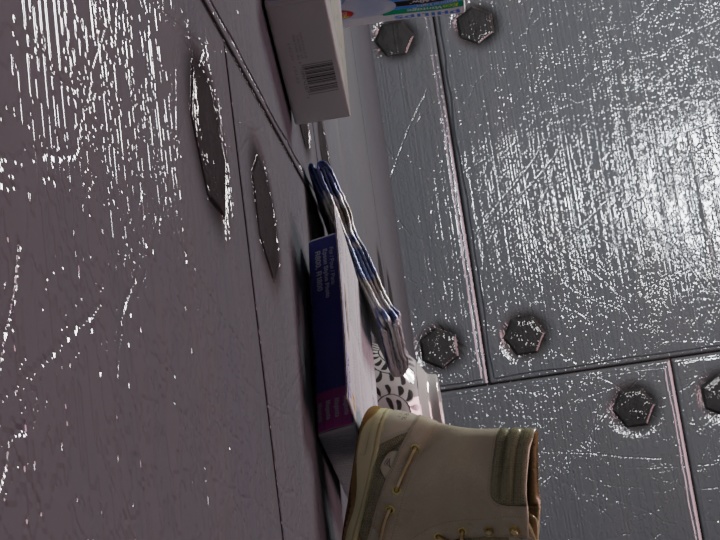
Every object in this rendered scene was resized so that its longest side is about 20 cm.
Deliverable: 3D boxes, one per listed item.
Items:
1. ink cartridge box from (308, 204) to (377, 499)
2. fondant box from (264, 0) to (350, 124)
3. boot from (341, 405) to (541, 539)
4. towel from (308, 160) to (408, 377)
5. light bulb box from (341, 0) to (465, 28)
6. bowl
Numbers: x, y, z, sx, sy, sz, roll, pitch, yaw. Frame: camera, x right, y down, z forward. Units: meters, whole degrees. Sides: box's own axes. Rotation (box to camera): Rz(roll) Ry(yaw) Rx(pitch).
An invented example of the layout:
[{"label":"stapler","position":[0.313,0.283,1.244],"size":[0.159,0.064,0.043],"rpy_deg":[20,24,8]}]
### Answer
[{"label":"ink cartridge box","position":[-0.018,0.077,1.226],"size":[0.200,0.043,0.197],"rpy_deg":[71,12,-55]},{"label":"fondant box","position":[-0.053,-0.261,1.329],"size":[0.144,0.058,0.200],"rpy_deg":[77,5,-46]},{"label":"boot","position":[0.066,0.218,1.119],"size":[0.072,0.154,0.200],"rpy_deg":[22,74,-74]},{"label":"towel","position":[0.000,0.000,1.382],"size":[0.147,0.024,0.200],"rpy_deg":[78,-11,-63]},{"label":"light bulb box","position":[0.026,-0.396,1.718],"size":[0.200,0.198,0.125],"rpy_deg":[50,34,-80]},{"label":"bowl","position":[0.048,0.168,1.573],"size":[0.201,0.094,0.201],"rpy_deg":[-8,90,-87]}]
